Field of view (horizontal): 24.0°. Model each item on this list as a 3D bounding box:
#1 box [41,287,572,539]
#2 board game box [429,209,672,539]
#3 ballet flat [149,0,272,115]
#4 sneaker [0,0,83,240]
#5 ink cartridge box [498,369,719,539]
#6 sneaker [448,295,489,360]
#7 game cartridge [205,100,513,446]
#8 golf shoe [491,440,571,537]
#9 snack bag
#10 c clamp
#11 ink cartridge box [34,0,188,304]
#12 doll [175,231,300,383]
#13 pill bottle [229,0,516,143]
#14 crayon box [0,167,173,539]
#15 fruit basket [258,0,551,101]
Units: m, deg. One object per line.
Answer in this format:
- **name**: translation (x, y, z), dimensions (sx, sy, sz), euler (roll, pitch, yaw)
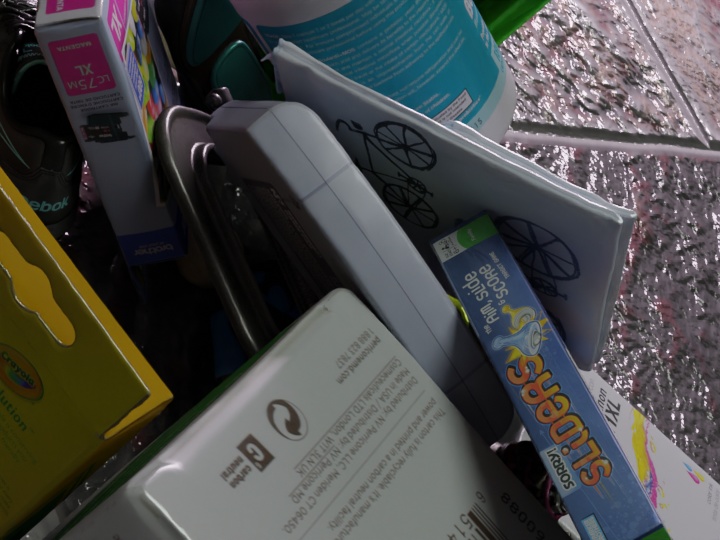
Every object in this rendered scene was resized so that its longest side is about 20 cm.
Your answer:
- **box**: translation (-0.035, 0.157, 0.763), dimensions (0.200, 0.171, 0.199), euler (48, 35, -1)
- **board game box**: translation (0.104, 0.082, 0.807), dimensions (0.136, 0.034, 0.200), euler (56, 7, -46)
- **ballet flat**: translation (-0.097, -0.142, 0.991), dimensions (0.068, 0.200, 0.068), euler (33, 68, 15)
- **sneaker**: translation (-0.176, -0.110, 0.926), dimensions (0.075, 0.079, 0.201), euler (4, 52, -24)
- **ink cartridge box**: translation (0.146, 0.160, 1.033), dimensions (0.200, 0.083, 0.146), euler (42, 36, -12)
- **sneaker**: translation (0.096, 0.018, 1.050), dimensions (0.200, 0.081, 0.074), euler (-53, 145, -63)
- **game cartridge**: translation (0.000, 0.000, 0.850), dimensions (0.200, 0.041, 0.133), euler (55, -6, -15)
- **golf shoe**: translation (0.063, 0.191, 0.909), dimensions (0.072, 0.092, 0.201), euler (11, 79, -56)
- **snack bag**: translation (0.045, -0.030, 0.881), dimensions (0.199, 0.189, 0.021), euler (28, 70, 15)
- **c clamp**: translation (-0.050, -0.018, 0.919), dimensions (0.201, 0.027, 0.171), euler (68, 16, 15)
- **ink cartridge box**: translation (-0.125, -0.091, 0.904), dimensions (0.200, 0.042, 0.120), euler (79, 4, -46)
- **doll**: translation (-0.029, 0.046, 0.978), dimensions (0.200, 0.048, 0.137), euler (42, 38, -2)
- **pill bottle**: translation (-0.002, -0.140, 0.896), dimensions (0.200, 0.110, 0.111), euler (55, 25, -40)
- **crayon box**: translation (-0.163, 0.046, 0.700), dimensions (0.127, 0.200, 0.051), euler (53, 35, 5)
- **fruit basket**: translation (0.016, -0.166, 1.071), dimensions (0.155, 0.215, 0.216), euler (42, 35, -26)
